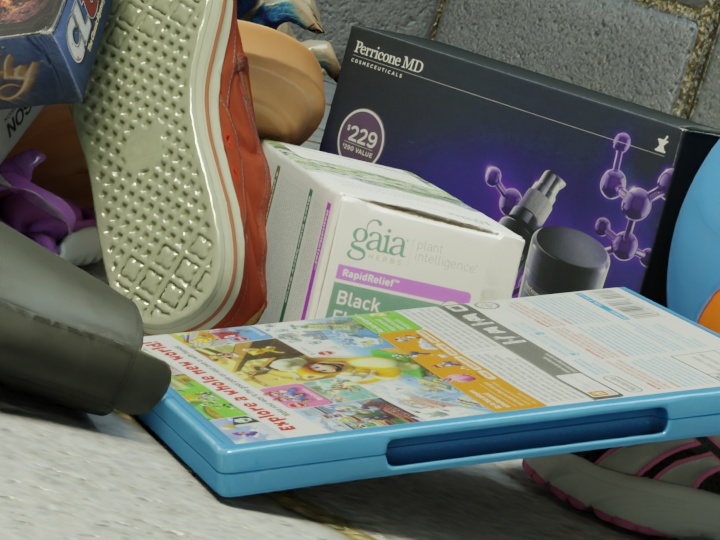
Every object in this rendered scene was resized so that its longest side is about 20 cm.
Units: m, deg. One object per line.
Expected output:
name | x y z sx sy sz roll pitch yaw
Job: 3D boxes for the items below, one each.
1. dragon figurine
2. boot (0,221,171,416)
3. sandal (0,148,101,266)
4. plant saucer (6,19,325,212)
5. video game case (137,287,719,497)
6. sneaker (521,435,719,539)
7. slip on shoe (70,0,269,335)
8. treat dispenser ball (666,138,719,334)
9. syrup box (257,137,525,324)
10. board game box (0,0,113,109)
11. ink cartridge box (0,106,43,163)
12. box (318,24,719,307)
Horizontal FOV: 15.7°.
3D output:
dragon figurine | -0.069 -0.111 1.236 0.099 0.059 0.200 -22 -21 2
boot | -0.153 -0.008 0.877 0.138 0.077 0.200 18 18 -26
sandal | -0.153 -0.030 1.112 0.082 0.050 0.203 17 5 3
plant saucer | -0.114 -0.063 1.198 0.200 0.032 0.200 -9 -18 -3
video game case | 0.028 0.037 0.872 0.200 0.018 0.143 -5 14 -19
sneaker | 0.141 0.060 0.929 0.080 0.086 0.200 13 7 -46
slip on shoe | -0.072 -0.064 1.025 0.074 0.200 0.061 -16 -22 19
treat dispenser ball | 0.228 0.008 1.090 0.201 0.201 0.201 16 6 -2
syrup box | 0.000 0.000 1.107 0.079 0.081 0.200 12 7 -13
board game box | -0.190 -0.110 0.993 0.200 0.035 0.136 -5 43 14
ink cartridge box | -0.194 -0.121 1.090 0.165 0.075 0.200 9 46 25
box | 0.072 -0.022 1.217 0.200 0.141 0.079 21 7 39
